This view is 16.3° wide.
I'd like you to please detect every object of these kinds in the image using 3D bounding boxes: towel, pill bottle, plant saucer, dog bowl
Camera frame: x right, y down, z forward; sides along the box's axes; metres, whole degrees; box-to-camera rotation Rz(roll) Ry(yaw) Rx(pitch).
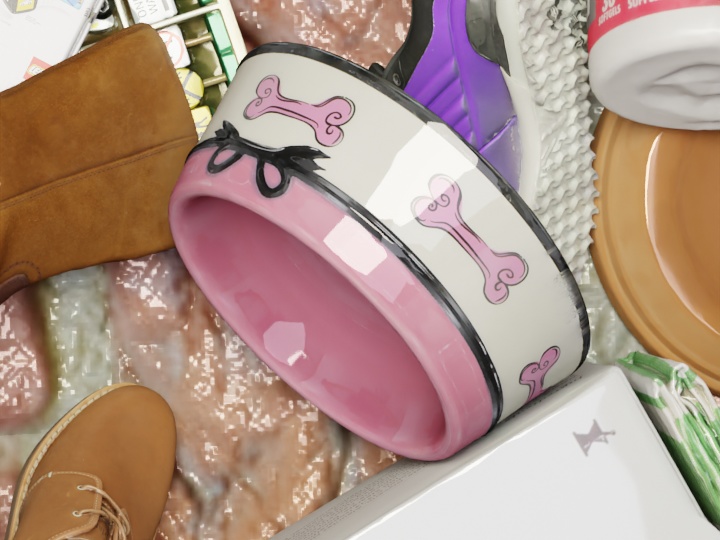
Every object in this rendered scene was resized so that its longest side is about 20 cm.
[{"bbox_3d":[0.178,0.127,1.142,0.023,0.153,0.201,-31,92,-2],"label":"towel"},{"bbox_3d":[0.157,-0.175,1.150,0.110,0.111,0.202,3,71,-6],"label":"pill bottle"},{"bbox_3d":[0.207,-0.034,1.205,0.198,0.037,0.202,0,90,-6],"label":"plant saucer"},{"bbox_3d":[0.000,0.000,1.094,0.200,0.200,0.074,45,70,-4],"label":"dog bowl"}]

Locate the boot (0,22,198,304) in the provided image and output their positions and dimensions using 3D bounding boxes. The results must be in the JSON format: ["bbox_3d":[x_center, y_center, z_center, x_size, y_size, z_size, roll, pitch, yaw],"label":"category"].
[{"bbox_3d":[-0.152,0.007,1.112,0.199,0.068,0.190,-23,104,-36],"label":"boot"}]

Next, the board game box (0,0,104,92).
[{"bbox_3d":[-0.206,-0.161,1.133,0.199,0.035,0.127,28,88,-5],"label":"board game box"}]

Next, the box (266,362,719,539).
[{"bbox_3d":[0.072,0.175,1.141,0.199,0.131,0.200,-30,92,-6],"label":"box"}]

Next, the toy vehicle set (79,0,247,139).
[{"bbox_3d":[-0.130,-0.135,1.172,0.123,0.027,0.201,-20,92,-6],"label":"toy vehicle set"}]

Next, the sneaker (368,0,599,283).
[{"bbox_3d":[0.052,-0.064,1.176,0.099,0.069,0.202,10,112,31],"label":"sneaker"}]

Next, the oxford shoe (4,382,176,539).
[{"bbox_3d":[-0.120,0.119,1.108,0.071,0.071,0.201,38,45,-13],"label":"oxford shoe"}]
